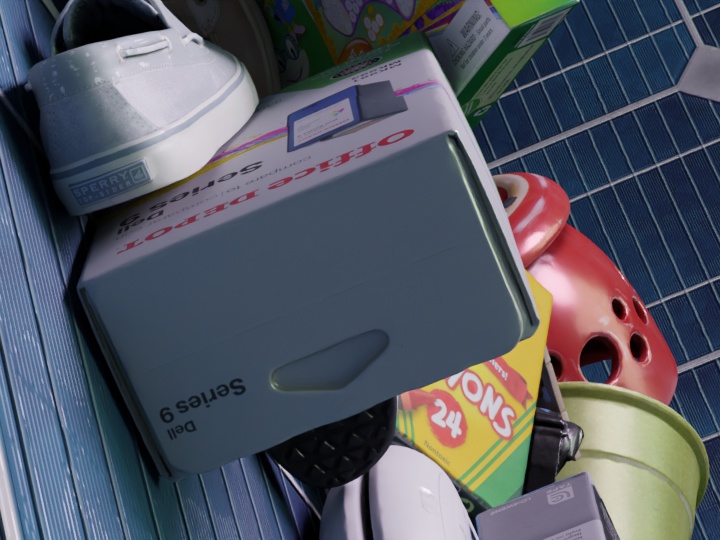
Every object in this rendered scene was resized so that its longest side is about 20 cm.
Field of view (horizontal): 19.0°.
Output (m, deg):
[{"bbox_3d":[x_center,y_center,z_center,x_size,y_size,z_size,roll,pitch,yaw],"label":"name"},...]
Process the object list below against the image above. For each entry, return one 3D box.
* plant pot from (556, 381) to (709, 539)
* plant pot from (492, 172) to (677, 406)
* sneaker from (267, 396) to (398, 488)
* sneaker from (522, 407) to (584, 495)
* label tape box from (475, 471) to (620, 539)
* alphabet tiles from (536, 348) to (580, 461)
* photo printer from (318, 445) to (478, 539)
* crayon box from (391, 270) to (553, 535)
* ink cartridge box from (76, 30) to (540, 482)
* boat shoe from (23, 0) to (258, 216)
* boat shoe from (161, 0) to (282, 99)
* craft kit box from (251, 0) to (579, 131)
[{"bbox_3d":[0.133,0.206,1.383,0.190,0.200,0.200,-90,160,-45],"label":"plant pot"},{"bbox_3d":[0.099,0.045,1.526,0.183,0.200,0.200,59,8,-20],"label":"plant pot"},{"bbox_3d":[-0.039,0.001,0.979,0.083,0.072,0.200,-98,165,-74],"label":"sneaker"},{"bbox_3d":[0.073,0.081,1.280,0.077,0.111,0.200,112,-25,-67],"label":"sneaker"},{"bbox_3d":[0.110,0.199,0.949,0.200,0.066,0.143,-96,162,-70],"label":"label tape box"},{"bbox_3d":[0.054,0.015,1.326,0.167,0.008,0.200,13,-53,54],"label":"alphabet tiles"},{"bbox_3d":[0.040,0.187,1.008,0.166,0.069,0.200,-92,159,-70],"label":"photo printer"},{"bbox_3d":[0.038,0.033,1.144,0.127,0.051,0.200,40,41,-26],"label":"crayon box"},{"bbox_3d":[-0.020,-0.013,0.827,0.200,0.145,0.088,-95,161,-72],"label":"ink cartridge box"},{"bbox_3d":[-0.086,-0.078,0.838,0.201,0.070,0.072,-80,152,-75],"label":"boat shoe"},{"bbox_3d":[-0.099,-0.132,1.015,0.065,0.072,0.200,-27,98,-47],"label":"boat shoe"},{"bbox_3d":[-0.006,-0.148,0.973,0.198,0.049,0.200,60,-27,12],"label":"craft kit box"}]
